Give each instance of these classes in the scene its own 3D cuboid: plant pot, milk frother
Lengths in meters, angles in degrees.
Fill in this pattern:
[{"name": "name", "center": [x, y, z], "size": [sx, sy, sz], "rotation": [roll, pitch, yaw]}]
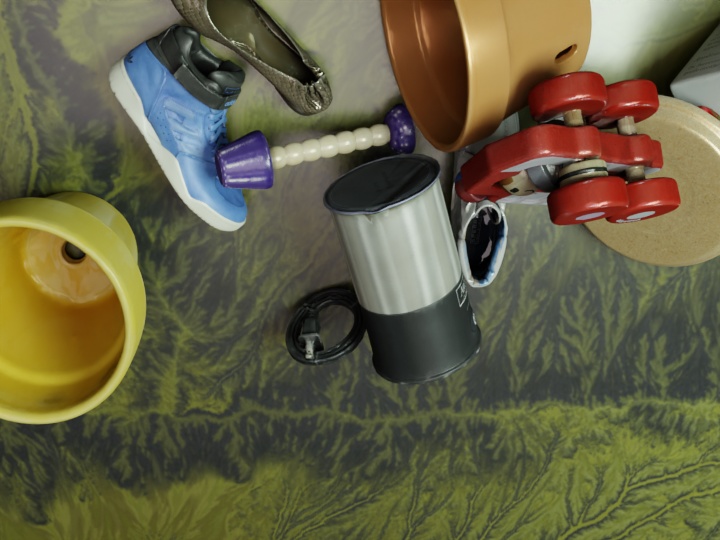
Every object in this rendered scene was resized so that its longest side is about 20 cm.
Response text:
[{"name": "plant pot", "center": [-0.301, 0.013, 0.877], "size": [0.195, 0.190, 0.205], "rotation": [-1, 113, -2]}, {"name": "milk frother", "center": [0.000, 0.000, 0.889], "size": [0.196, 0.181, 0.192], "rotation": [-18, 116, -1]}, {"name": "plant pot", "center": [0.114, -0.225, 0.808], "size": [0.137, 0.200, 0.204], "rotation": [-18, 113, -13]}]

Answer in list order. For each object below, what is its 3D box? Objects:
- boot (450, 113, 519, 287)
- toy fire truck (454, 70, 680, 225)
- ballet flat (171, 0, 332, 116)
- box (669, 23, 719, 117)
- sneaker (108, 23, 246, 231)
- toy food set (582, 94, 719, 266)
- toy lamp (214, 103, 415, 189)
[{"name": "boot", "center": [0.129, -0.086, 0.903], "size": [0.072, 0.096, 0.205], "rotation": [0, 112, -2]}, {"name": "toy fire truck", "center": [0.174, -0.090, 0.794], "size": [0.197, 0.166, 0.115], "rotation": [-4, 79, -41]}, {"name": "ballet flat", "center": [-0.101, -0.225, 0.854], "size": [0.200, 0.046, 0.068], "rotation": [43, 71, -19]}, {"name": "box", "center": [0.430, -0.146, 0.818], "size": [0.131, 0.198, 0.201], "rotation": [-46, 110, -20]}, {"name": "sneaker", "center": [-0.148, -0.142, 0.880], "size": [0.110, 0.077, 0.202], "rotation": [-28, 104, 19]}, {"name": "toy food set", "center": [0.290, -0.086, 0.886], "size": [0.197, 0.049, 0.200], "rotation": [-6, 122, 42]}, {"name": "toy lamp", "center": [-0.044, -0.121, 0.875], "size": [0.196, 0.058, 0.060], "rotation": [-17, 114, -17]}]
